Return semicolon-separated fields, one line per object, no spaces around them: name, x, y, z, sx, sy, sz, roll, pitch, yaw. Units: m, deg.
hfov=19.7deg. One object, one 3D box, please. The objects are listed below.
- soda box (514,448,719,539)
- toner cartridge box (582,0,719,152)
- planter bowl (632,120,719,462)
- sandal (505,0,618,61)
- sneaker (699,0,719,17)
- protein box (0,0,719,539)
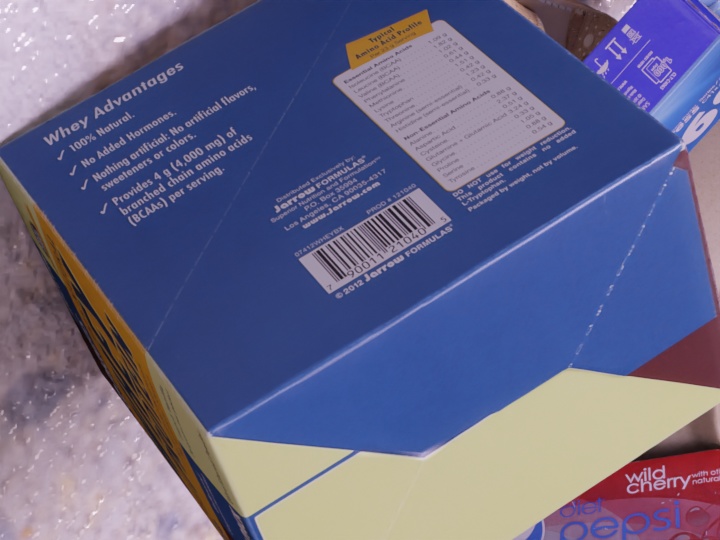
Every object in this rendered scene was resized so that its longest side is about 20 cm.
soda box;0.109;0.144;1.035;0.063;0.199;0.070;64;23;-44
toner cartridge box;0.098;-0.041;0.963;0.200;0.043;0.095;-49;160;14
planter bowl;0.172;0.018;1.071;0.200;0.135;0.201;-23;126;-36
sandal;0.069;-0.097;0.949;0.211;0.070;0.078;-1;112;-45
sneaker;0.156;-0.159;1.005;0.082;0.074;0.200;-50;131;-9
protein box;0.000;0.000;0.805;0.198;0.200;0.135;-31;133;-12
